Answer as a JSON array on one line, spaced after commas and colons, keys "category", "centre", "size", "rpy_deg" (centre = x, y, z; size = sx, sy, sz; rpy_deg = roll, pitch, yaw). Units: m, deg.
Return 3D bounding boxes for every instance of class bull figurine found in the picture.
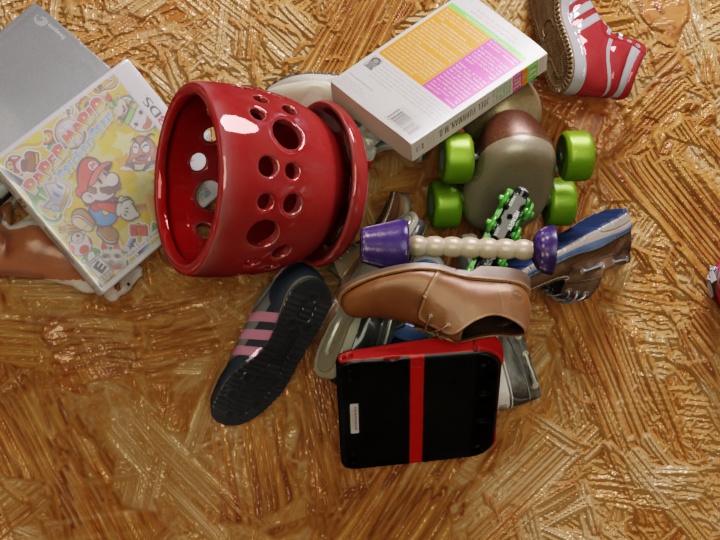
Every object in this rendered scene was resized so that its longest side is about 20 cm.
[{"category": "bull figurine", "centre": [-0.335, -0.034, 1.468], "size": [0.199, 0.065, 0.122], "rpy_deg": [6, 80, -6]}]

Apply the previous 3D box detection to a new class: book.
[{"category": "book", "centre": [0.086, -0.210, 1.447], "size": [0.200, 0.048, 0.134], "rpy_deg": [-34, 55, -22]}]

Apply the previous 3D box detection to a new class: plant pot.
[{"category": "plant pot", "centre": [-0.103, -0.091, 1.409], "size": [0.181, 0.200, 0.202], "rpy_deg": [3, 84, -30]}]

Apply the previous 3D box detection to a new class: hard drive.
[{"category": "hard drive", "centre": [-0.373, -0.184, 1.463], "size": [0.139, 0.033, 0.200], "rpy_deg": [41, 63, 1]}]

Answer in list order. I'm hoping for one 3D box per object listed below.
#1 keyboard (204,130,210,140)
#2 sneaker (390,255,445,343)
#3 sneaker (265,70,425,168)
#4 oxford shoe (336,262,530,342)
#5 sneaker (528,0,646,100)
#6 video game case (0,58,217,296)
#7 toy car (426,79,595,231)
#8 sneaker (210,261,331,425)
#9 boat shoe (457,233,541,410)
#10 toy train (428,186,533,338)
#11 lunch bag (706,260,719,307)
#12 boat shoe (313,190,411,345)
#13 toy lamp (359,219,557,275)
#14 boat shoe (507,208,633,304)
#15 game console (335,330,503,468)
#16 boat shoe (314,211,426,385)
[{"category": "keyboard", "centre": [-0.272, -0.162, 1.512], "size": [0.199, 0.011, 0.057], "rpy_deg": [18, 83, -3]}, {"category": "sneaker", "centre": [0.048, 0.070, 1.482], "size": [0.073, 0.082, 0.201], "rpy_deg": [14, 85, -6]}, {"category": "sneaker", "centre": [-0.014, -0.165, 1.503], "size": [0.198, 0.070, 0.094], "rpy_deg": [4, 78, -7]}, {"category": "oxford shoe", "centre": [0.074, 0.038, 1.347], "size": [0.199, 0.071, 0.072], "rpy_deg": [0, 58, 2]}, {"category": "sneaker", "centre": [0.261, -0.282, 1.540], "size": [0.112, 0.071, 0.201], "rpy_deg": [8, 64, -25]}, {"category": "video game case", "centre": [-0.267, -0.103, 1.451], "size": [0.200, 0.023, 0.182], "rpy_deg": [-44, 99, -28]}, {"category": "toy car", "centre": [0.155, -0.160, 1.509], "size": [0.163, 0.158, 0.201], "rpy_deg": [-1, 56, -8]}, {"category": "sneaker", "centre": [-0.104, 0.078, 1.484], "size": [0.070, 0.082, 0.200], "rpy_deg": [30, 102, -31]}, {"category": "boat shoe", "centre": [0.155, 0.053, 1.502], "size": [0.063, 0.071, 0.201], "rpy_deg": [-14, 94, -6]}, {"category": "toy train", "centre": [0.127, 0.003, 1.425], "size": [0.042, 0.056, 0.201], "rpy_deg": [27, 90, -2]}, {"category": "lunch bag", "centre": [0.503, -0.001, 1.527], "size": [0.200, 0.082, 0.177], "rpy_deg": [-36, 88, -7]}, {"category": "boat shoe", "centre": [0.000, 0.000, 1.489], "size": [0.071, 0.076, 0.201], "rpy_deg": [22, 82, 0]}, {"category": "toy lamp", "centre": [0.099, -0.022, 1.367], "size": [0.199, 0.058, 0.059], "rpy_deg": [2, 84, -1]}, {"category": "boat shoe", "centre": [0.233, -0.002, 1.487], "size": [0.199, 0.072, 0.073], "rpy_deg": [-25, 104, -27]}, {"category": "game console", "centre": [0.063, 0.141, 1.433], "size": [0.176, 0.201, 0.031], "rpy_deg": [-5, 48, -3]}, {"category": "boat shoe", "centre": [0.022, 0.033, 1.430], "size": [0.067, 0.072, 0.201], "rpy_deg": [27, 85, -23]}]
